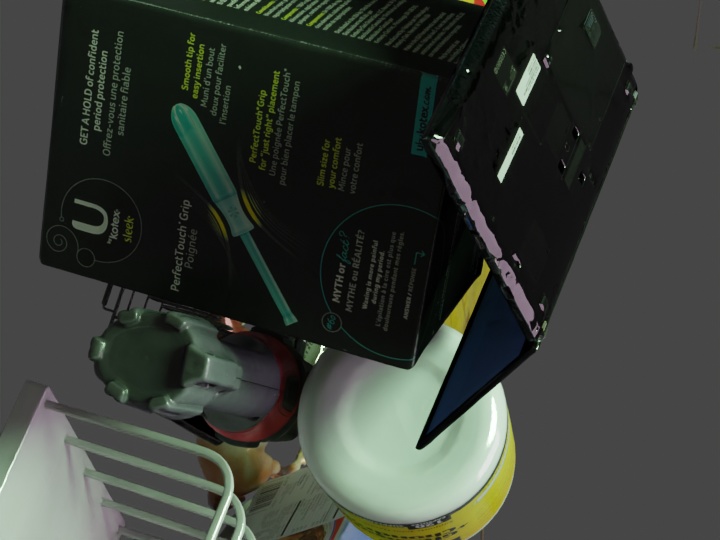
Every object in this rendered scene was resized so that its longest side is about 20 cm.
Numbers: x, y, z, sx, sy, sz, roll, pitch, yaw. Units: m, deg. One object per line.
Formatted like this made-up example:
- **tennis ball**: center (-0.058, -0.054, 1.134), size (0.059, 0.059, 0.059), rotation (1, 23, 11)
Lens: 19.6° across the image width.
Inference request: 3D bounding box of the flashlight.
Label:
- **flashlight**: center (-0.080, 0.054, 1.075), size (0.068, 0.068, 0.200), rotation (-39, 163, 9)

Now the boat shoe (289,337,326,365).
- **boat shoe**: center (0.000, 0.000, 1.232), size (0.072, 0.065, 0.200), rotation (37, 78, -35)

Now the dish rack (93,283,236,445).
- **dish rack**: center (-0.089, -0.009, 1.202), size (0.153, 0.055, 0.200), rotation (53, 53, -74)

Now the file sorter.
- **file sorter**: center (-0.127, 0.175, 1.105), size (0.200, 0.124, 0.139), rotation (79, 30, -62)

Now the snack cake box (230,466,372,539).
- **snack cake box**: center (-0.035, 0.200, 1.285), size (0.067, 0.115, 0.200), rotation (55, 35, -19)

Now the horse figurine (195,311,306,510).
- **horse figurine**: center (-0.069, 0.089, 1.381), size (0.133, 0.050, 0.200), rotation (-26, 138, -55)

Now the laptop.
- **laptop**: center (0.059, -0.045, 1.000), size (0.200, 0.103, 0.177), rotation (59, 41, -36)

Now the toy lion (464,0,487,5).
- **toy lion**: center (0.029, -0.097, 1.192), size (0.192, 0.069, 0.200), rotation (-41, 117, -50)

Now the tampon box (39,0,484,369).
- **tampon box**: center (-0.038, -0.065, 1.034), size (0.126, 0.200, 0.150), rotation (-48, 150, -63)

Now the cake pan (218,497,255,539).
- **cake pan**: center (-0.091, 0.245, 1.462), size (0.200, 0.037, 0.200), rotation (22, 90, -79)

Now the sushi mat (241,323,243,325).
- **sushi mat**: center (-0.045, -0.019, 1.454), size (0.200, 0.012, 0.096), rotation (-24, 127, -72)

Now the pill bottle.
- **pill bottle**: center (0.031, 0.099, 1.178), size (0.200, 0.112, 0.112), rotation (66, 41, -74)
